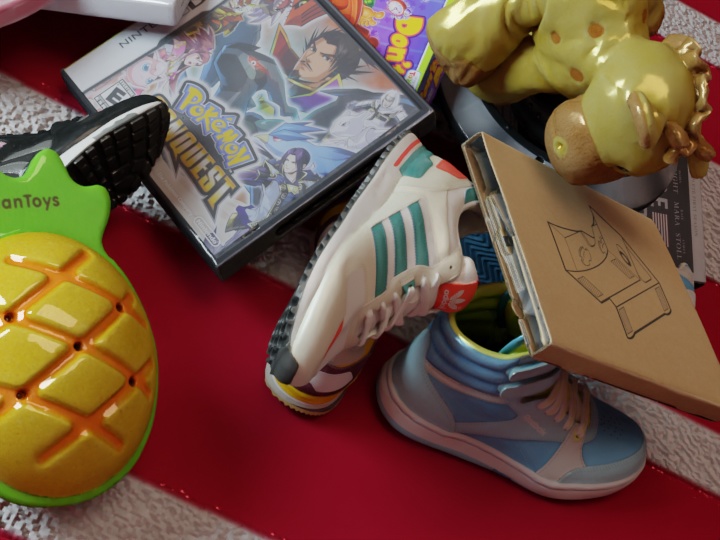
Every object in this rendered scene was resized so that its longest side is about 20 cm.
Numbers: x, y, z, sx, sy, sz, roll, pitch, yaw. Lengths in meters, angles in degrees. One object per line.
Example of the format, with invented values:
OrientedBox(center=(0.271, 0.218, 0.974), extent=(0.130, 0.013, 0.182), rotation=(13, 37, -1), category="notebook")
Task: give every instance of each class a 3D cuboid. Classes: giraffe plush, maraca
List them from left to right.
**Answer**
OrientedBox(center=(-0.180, 0.030, 0.769), extent=(0.136, 0.107, 0.203), rotation=(-5, 80, -39), category="maraca")
OrientedBox(center=(0.160, -0.127, 0.895), extent=(0.171, 0.200, 0.164), rotation=(-10, 69, -33), category="giraffe plush")

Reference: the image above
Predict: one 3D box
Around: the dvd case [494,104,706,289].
OrientedBox(center=(0.183, -0.072, 1.088), extent=(0.198, 0.025, 0.152), rotation=(8, 72, -22), category="dvd case")

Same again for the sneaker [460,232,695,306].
OrientedBox(center=(0.158, -0.005, 1.013), extent=(0.199, 0.076, 0.081), rotation=(29, 59, -18), category="sneaker")

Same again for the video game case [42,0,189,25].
OrientedBox(center=(-0.200, -0.250, 1.004), extent=(0.197, 0.022, 0.183), rotation=(9, 47, 9), category="video game case")

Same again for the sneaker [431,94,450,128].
OrientedBox(center=(0.068, -0.170, 1.089), extent=(0.198, 0.090, 0.079), rotation=(8, 49, -23), category="sneaker")

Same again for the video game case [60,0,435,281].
OrientedBox(center=(-0.079, -0.117, 0.940), extent=(0.180, 0.026, 0.200), rotation=(-36, 65, -12), category="video game case")

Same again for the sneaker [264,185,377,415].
OrientedBox(center=(0.000, 0.000, 0.918), extent=(0.074, 0.090, 0.201), rotation=(25, 47, -8), category="sneaker")

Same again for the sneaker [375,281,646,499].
OrientedBox(center=(0.122, 0.076, 0.896), extent=(0.198, 0.131, 0.080), rotation=(17, 47, -16), category="sneaker")

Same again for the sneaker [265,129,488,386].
OrientedBox(center=(0.022, 0.003, 0.821), extent=(0.093, 0.071, 0.200), rotation=(31, 49, 1), category="sneaker")

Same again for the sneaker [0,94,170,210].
OrientedBox(center=(-0.209, -0.065, 0.853), extent=(0.087, 0.076, 0.200), rotation=(39, 58, 18), category="sneaker")

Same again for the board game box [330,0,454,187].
OrientedBox(center=(-0.005, -0.165, 0.996), extent=(0.133, 0.045, 0.202), rotation=(16, 68, 16), category="board game box")

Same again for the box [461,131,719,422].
OrientedBox(center=(0.155, 0.006, 0.893), extent=(0.199, 0.021, 0.165), rotation=(20, 43, -40), category="box")

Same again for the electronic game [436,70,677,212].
OrientedBox(center=(0.149, -0.121, 1.034), extent=(0.198, 0.042, 0.202), rotation=(12, 51, -16), category="electronic game")

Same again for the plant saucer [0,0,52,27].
OrientedBox(center=(-0.287, -0.235, 0.935), extent=(0.198, 0.051, 0.202), rotation=(2, 46, -2), category="plant saucer")
